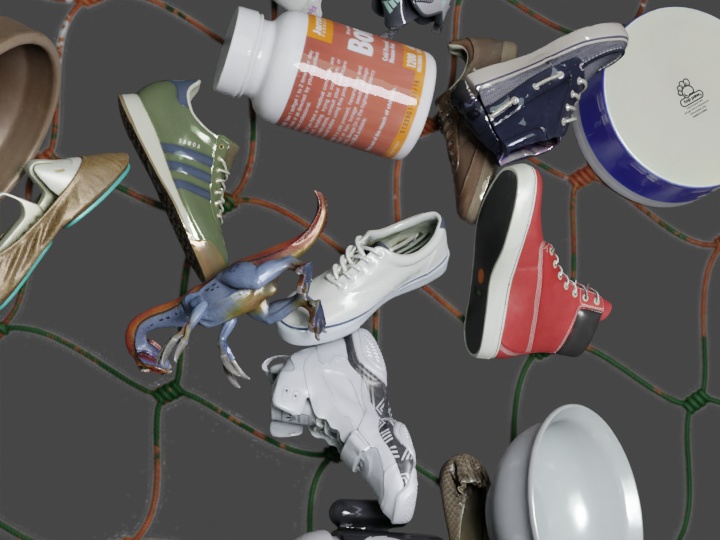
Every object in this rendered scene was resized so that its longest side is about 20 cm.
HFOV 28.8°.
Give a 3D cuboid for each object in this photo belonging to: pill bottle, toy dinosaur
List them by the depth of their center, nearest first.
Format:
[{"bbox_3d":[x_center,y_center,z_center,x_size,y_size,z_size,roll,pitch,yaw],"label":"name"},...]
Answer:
[{"bbox_3d":[-0.125,0.034,1.292,0.181,0.105,0.201,-1,49,19],"label":"toy dinosaur"},{"bbox_3d":[-0.036,-0.186,1.360,0.199,0.112,0.113,16,75,-13],"label":"pill bottle"}]

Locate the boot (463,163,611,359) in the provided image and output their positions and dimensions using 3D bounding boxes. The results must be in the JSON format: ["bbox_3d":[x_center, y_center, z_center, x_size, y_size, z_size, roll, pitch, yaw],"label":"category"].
[{"bbox_3d":[0.187,-0.008,1.382,0.144,0.072,0.201,0,112,-18],"label":"boot"}]

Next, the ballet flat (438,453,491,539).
[{"bbox_3d":[0.119,0.274,1.346,0.067,0.046,0.201,-9,82,-17],"label":"ballet flat"}]

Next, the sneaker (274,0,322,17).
[{"bbox_3d":[-0.036,-0.341,1.425,0.100,0.075,0.200,38,70,-27],"label":"sneaker"}]

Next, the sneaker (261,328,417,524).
[{"bbox_3d":[-0.021,0.151,1.299,0.114,0.075,0.200,-10,58,-13],"label":"sneaker"}]

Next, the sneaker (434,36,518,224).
[{"bbox_3d":[0.109,-0.144,1.429,0.075,0.070,0.201,11,72,5],"label":"sneaker"}]

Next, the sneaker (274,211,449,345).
[{"bbox_3d":[0.000,0.000,1.345,0.200,0.071,0.073,-31,49,-27],"label":"sneaker"}]

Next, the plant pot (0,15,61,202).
[{"bbox_3d":[-0.389,-0.158,1.227,0.174,0.200,0.201,31,71,11],"label":"plant pot"}]

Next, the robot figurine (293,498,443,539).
[{"bbox_3d":[0.015,0.297,1.268,0.199,0.150,0.125,6,115,-15],"label":"robot figurine"}]

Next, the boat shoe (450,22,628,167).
[{"bbox_3d":[0.192,-0.169,1.376,0.199,0.075,0.093,-23,74,-15],"label":"boat shoe"}]

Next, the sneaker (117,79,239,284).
[{"bbox_3d":[-0.151,-0.093,1.330,0.090,0.067,0.201,-24,84,-15],"label":"sneaker"}]

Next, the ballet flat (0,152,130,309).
[{"bbox_3d":[-0.297,-0.054,1.278,0.200,0.068,0.072,-49,116,-14],"label":"ballet flat"}]

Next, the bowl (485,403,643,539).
[{"bbox_3d":[0.181,0.233,1.330,0.201,0.090,0.202,23,60,-47],"label":"bowl"}]

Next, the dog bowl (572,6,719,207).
[{"bbox_3d":[0.329,-0.173,1.482,0.199,0.079,0.201,3,78,-16],"label":"dog bowl"}]

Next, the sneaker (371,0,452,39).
[{"bbox_3d":[0.032,-0.299,1.393,0.200,0.078,0.140,22,80,-43],"label":"sneaker"}]
